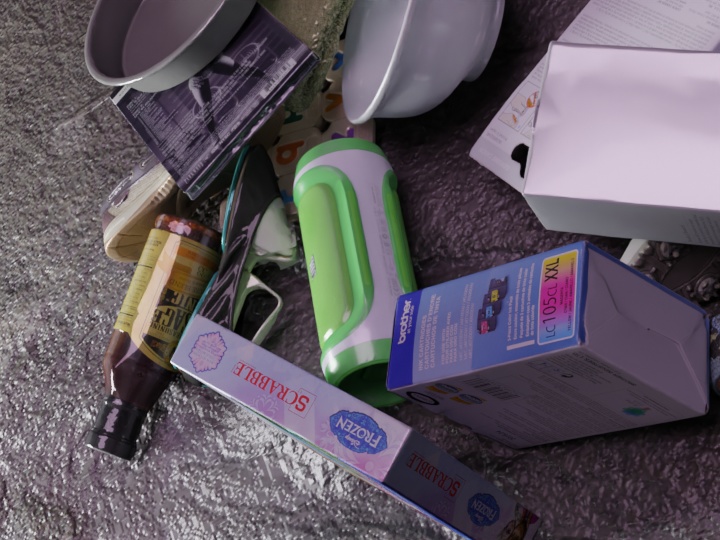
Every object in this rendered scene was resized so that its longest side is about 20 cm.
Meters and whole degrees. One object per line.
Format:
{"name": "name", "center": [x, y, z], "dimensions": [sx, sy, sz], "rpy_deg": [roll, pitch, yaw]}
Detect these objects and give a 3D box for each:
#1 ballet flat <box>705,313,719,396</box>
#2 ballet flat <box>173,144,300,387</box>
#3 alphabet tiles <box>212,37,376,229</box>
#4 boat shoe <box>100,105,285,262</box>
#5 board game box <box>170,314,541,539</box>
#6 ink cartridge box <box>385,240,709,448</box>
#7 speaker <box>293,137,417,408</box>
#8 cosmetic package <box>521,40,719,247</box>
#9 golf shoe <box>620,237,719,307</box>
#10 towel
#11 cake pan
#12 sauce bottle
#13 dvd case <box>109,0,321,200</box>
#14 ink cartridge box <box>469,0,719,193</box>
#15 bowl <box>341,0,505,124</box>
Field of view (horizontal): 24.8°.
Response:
{"name": "ballet flat", "center": [0.309, 0.014, 1.061], "dimensions": [0.200, 0.074, 0.074], "rpy_deg": [-28, 55, 15]}
{"name": "ballet flat", "center": [-0.088, 0.001, 1.315], "dimensions": [0.068, 0.068, 0.201], "rpy_deg": [16, 86, 9]}
{"name": "alphabet tiles", "center": [-0.072, -0.127, 1.400], "dimensions": [0.195, 0.015, 0.201], "rpy_deg": [-14, 60, 25]}
{"name": "boat shoe", "center": [-0.148, -0.089, 1.370], "dimensions": [0.200, 0.072, 0.065], "rpy_deg": [-43, 58, 21]}
{"name": "board game box", "center": [-0.001, 0.117, 1.113], "dimensions": [0.199, 0.200, 0.041], "rpy_deg": [25, 81, 39]}
{"name": "ink cartridge box", "center": [0.112, 0.058, 1.094], "dimensions": [0.200, 0.136, 0.077], "rpy_deg": [-19, 54, 43]}
{"name": "speaker", "center": [0.000, 0.000, 1.245], "dimensions": [0.088, 0.088, 0.201], "rpy_deg": [-23, 56, 20]}
{"name": "cosmetic package", "center": [0.214, -0.079, 1.060], "dimensions": [0.199, 0.081, 0.113], "rpy_deg": [8, 76, 24]}
{"name": "golf shoe", "center": [0.234, -0.048, 1.149], "dimensions": [0.200, 0.078, 0.097], "rpy_deg": [-48, 34, -5]}
{"name": "towel", "center": [-0.048, -0.243, 1.361], "dimensions": [0.148, 0.036, 0.201], "rpy_deg": [40, 113, 48]}
{"name": "cake pan", "center": [-0.151, -0.232, 1.380], "dimensions": [0.200, 0.037, 0.201], "rpy_deg": [-28, 44, 30]}
{"name": "sauce bottle", "center": [-0.169, 0.055, 1.334], "dimensions": [0.066, 0.066, 0.201], "rpy_deg": [13, 81, 35]}
{"name": "dvd case", "center": [-0.123, -0.156, 1.338], "dimensions": [0.149, 0.016, 0.200], "rpy_deg": [-48, 38, 4]}
{"name": "ink cartridge box", "center": [0.188, -0.127, 1.194], "dimensions": [0.200, 0.050, 0.162], "rpy_deg": [-52, 32, 4]}
{"name": "bowl", "center": [0.056, -0.204, 1.287], "dimensions": [0.201, 0.090, 0.202], "rpy_deg": [-168, 90, -76]}
